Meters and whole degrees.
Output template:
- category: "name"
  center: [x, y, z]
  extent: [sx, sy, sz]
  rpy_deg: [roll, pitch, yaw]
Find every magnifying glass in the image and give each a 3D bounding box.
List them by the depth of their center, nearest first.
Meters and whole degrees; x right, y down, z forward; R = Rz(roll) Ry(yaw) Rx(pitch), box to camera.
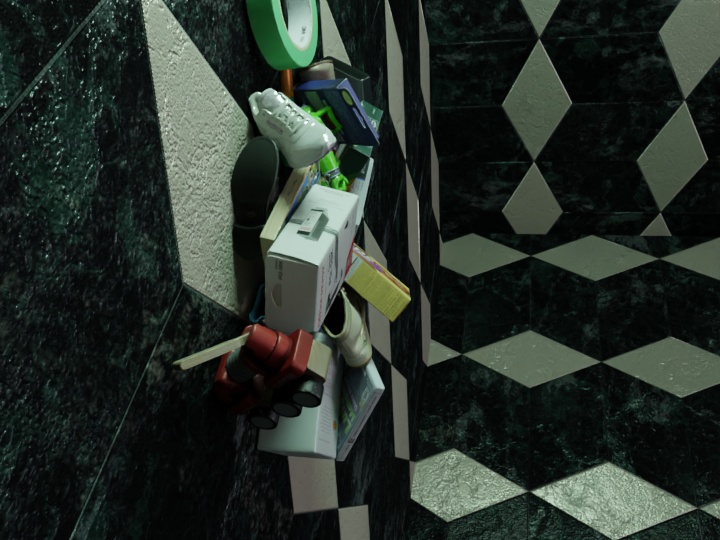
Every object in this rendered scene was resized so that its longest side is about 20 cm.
- category: "magnifying glass"
  center: [-0.131, -0.289, 1.247]
  extent: [0.080, 0.022, 0.205]
  rpy_deg: [-51, 143, -69]

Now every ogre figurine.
- category: "ogre figurine"
  center: [-0.074, -0.224, 1.232]
  extent: [0.202, 0.096, 0.122]
  rpy_deg: [-82, 157, -53]

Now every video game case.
- category: "video game case"
  center: [-0.030, 0.221, 1.312]
  extent: [0.184, 0.023, 0.201]
  rpy_deg: [-63, -149, 25]

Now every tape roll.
- category: "tape roll"
  center: [-0.127, -0.438, 1.140]
  extent: [0.200, 0.047, 0.206]
  rpy_deg: [-3, 90, -73]

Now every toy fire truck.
- category: "toy fire truck"
  center: [-0.161, 0.134, 0.945]
  extent: [0.198, 0.175, 0.131]
  rpy_deg: [33, 48, -24]

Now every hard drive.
- category: "hard drive"
  center: [-0.023, -0.336, 1.460]
  extent: [0.033, 0.139, 0.203]
  rpy_deg: [-31, 137, -25]

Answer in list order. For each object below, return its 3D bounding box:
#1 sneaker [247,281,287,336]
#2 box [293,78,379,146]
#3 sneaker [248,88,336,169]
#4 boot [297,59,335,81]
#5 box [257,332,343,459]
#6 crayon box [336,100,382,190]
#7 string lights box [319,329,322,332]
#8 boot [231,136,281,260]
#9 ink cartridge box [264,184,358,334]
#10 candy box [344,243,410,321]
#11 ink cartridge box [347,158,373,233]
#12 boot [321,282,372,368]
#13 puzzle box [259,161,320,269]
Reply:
- category: "sneaker"
  center: [-0.128, 0.037, 1.146]
  extent: [0.083, 0.072, 0.203]
  rpy_deg: [74, 27, -47]
- category: "box"
  center: [-0.039, -0.281, 1.235]
  extent: [0.032, 0.199, 0.122]
  rpy_deg: [-44, 122, -17]
- category: "sneaker"
  center: [-0.113, -0.217, 1.044]
  extent: [0.075, 0.199, 0.100]
  rpy_deg: [-45, 131, -12]
- category: "boot"
  center: [-0.069, -0.330, 1.358]
  extent: [0.200, 0.069, 0.149]
  rpy_deg: [-76, 153, -75]
- category: "box"
  center: [-0.102, 0.225, 1.234]
  extent: [0.153, 0.104, 0.205]
  rpy_deg: [58, 35, -68]
- category: "crayon box"
  center: [-0.026, -0.227, 1.396]
  extent: [0.200, 0.051, 0.128]
  rpy_deg: [-48, -157, 54]
- category: "string lights box"
  center: [-0.098, 0.069, 1.338]
  extent: [0.104, 0.058, 0.203]
  rpy_deg: [-76, 162, -45]
- category: "boot"
  center: [-0.146, -0.110, 1.110]
  extent: [0.174, 0.068, 0.205]
  rpy_deg: [-32, 133, -75]
- category: "ink cartridge box"
  center: [-0.073, -0.015, 1.070]
  extent: [0.201, 0.081, 0.149]
  rpy_deg: [-64, 165, -50]
- category: "candy box"
  center: [0.000, 0.000, 1.260]
  extent: [0.057, 0.199, 0.117]
  rpy_deg: [-48, -177, 8]
- category: "ink cartridge box"
  center: [-0.028, -0.106, 1.468]
  extent: [0.201, 0.046, 0.201]
  rpy_deg: [115, -11, -49]
- category: "boot"
  center: [-0.042, 0.057, 1.230]
  extent: [0.155, 0.071, 0.203]
  rpy_deg: [56, 15, -58]
- category: "puzzle box"
  center: [-0.107, -0.080, 1.104]
  extent: [0.134, 0.025, 0.203]
  rpy_deg: [90, 17, -53]
